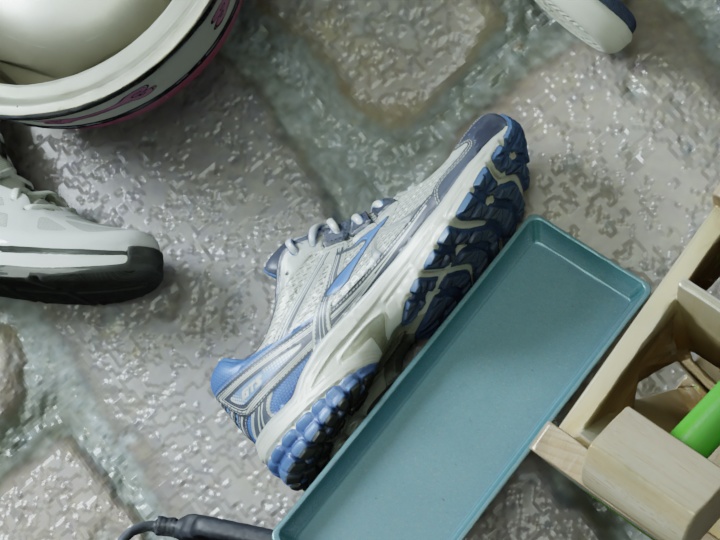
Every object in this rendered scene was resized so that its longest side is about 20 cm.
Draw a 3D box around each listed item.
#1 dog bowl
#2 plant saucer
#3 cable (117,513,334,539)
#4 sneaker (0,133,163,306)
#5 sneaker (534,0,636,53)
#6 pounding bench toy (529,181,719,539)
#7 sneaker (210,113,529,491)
[{"bbox_3d":[-0.143,-0.158,0.810,0.200,0.074,0.201,-3,76,12],"label":"dog bowl"},{"bbox_3d":[0.048,0.065,0.749,0.070,0.019,0.200,34,72,19],"label":"plant saucer"},{"bbox_3d":[-0.039,0.200,0.747,0.200,0.051,0.164,11,78,15],"label":"cable"},{"bbox_3d":[-0.188,-0.047,0.832,0.200,0.076,0.116,5,80,18],"label":"sneaker"},{"bbox_3d":[0.086,-0.197,0.798,0.084,0.075,0.200,-37,71,8],"label":"sneaker"},{"bbox_3d":[0.164,0.045,0.654,0.124,0.200,0.156,35,88,20],"label":"pounding bench toy"},{"bbox_3d":[0.000,0.000,0.775,0.085,0.077,0.200,36,87,23],"label":"sneaker"}]
